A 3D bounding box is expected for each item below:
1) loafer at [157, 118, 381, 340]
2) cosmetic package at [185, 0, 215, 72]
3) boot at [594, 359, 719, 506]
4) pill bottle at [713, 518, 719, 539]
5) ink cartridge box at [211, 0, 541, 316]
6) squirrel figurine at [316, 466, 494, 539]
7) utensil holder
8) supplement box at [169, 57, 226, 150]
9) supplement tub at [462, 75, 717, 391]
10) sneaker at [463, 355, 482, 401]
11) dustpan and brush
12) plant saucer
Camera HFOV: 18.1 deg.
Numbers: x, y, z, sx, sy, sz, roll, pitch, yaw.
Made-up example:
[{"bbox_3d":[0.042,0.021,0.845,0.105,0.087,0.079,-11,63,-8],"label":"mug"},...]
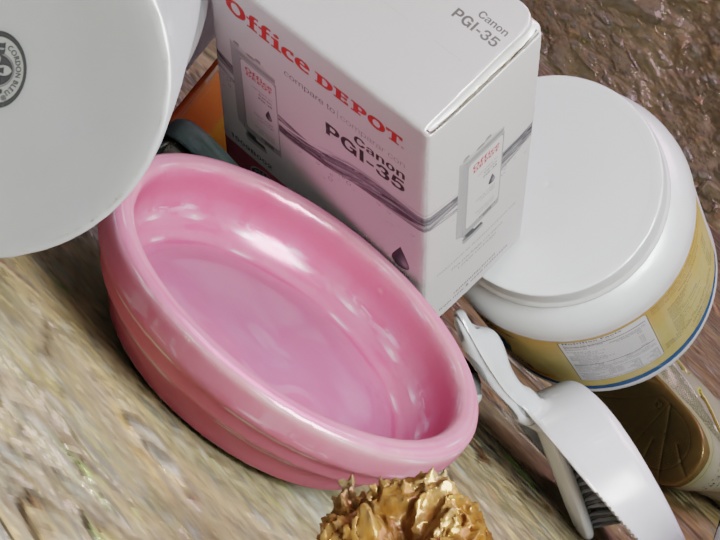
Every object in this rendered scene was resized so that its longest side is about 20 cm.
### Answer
[{"bbox_3d":[-0.049,0.013,1.151,0.200,0.063,0.072,47,-18,11],"label":"loafer"},{"bbox_3d":[-0.135,-0.167,1.148,0.151,0.200,0.052,33,15,-30],"label":"cosmetic package"},{"bbox_3d":[0.224,0.096,1.636,0.154,0.072,0.200,27,23,-46],"label":"boot"},{"bbox_3d":[0.250,0.159,1.234,0.116,0.116,0.200,42,10,7],"label":"pill bottle"},{"bbox_3d":[0.005,-0.081,1.104,0.146,0.083,0.200,39,-21,19],"label":"ink cartridge box"},{"bbox_3d":[0.048,0.159,0.779,0.186,0.142,0.200,12,15,-46],"label":"squirrel figurine"},{"bbox_3d":[-0.151,-0.109,0.974,0.170,0.170,0.200,37,14,-14],"label":"utensil holder"},{"bbox_3d":[-0.027,-0.044,1.373,0.200,0.067,0.069,40,8,-7],"label":"supplement box"},{"bbox_3d":[0.123,-0.020,1.278,0.145,0.145,0.200,45,-1,21],"label":"supplement tub"},{"bbox_3d":[0.000,0.000,1.269,0.200,0.077,0.078,45,10,14],"label":"sneaker"},{"bbox_3d":[0.110,0.091,1.263,0.201,0.057,0.140,64,-10,-27],"label":"dustpan and brush"},{"bbox_3d":[-0.039,0.029,1.032,0.200,0.051,0.201,32,24,-16],"label":"plant saucer"}]
